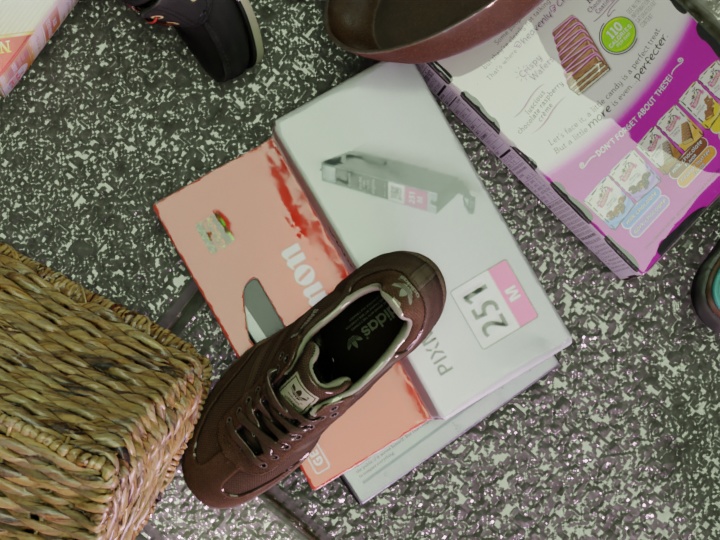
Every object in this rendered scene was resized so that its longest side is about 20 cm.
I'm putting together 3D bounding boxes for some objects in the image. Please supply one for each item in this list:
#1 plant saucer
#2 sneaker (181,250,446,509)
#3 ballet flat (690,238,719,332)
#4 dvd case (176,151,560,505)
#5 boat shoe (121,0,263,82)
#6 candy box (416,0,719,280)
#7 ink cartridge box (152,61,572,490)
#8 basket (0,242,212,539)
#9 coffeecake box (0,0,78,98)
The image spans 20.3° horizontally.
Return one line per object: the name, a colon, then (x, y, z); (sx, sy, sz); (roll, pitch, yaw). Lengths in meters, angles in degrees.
plant saucer: (0.068, -0.188, 1.160); (0.200, 0.200, 0.035); (-47, 120, -7)
sneaker: (-0.037, 0.062, 1.132); (0.070, 0.076, 0.200); (46, 105, 5)
ballet flat: (0.264, -0.046, 1.216); (0.068, 0.068, 0.200); (43, 82, -2)
dvd case: (0.005, 0.015, 1.207); (0.150, 0.025, 0.201); (-34, 90, -8)
boat shoe: (-0.116, -0.173, 1.138); (0.073, 0.202, 0.063); (28, 70, 36)
candy box: (0.139, -0.112, 1.213); (0.200, 0.061, 0.136); (45, 83, -1)
ink cartridge box: (0.000, 0.000, 1.175); (0.173, 0.044, 0.201); (-30, 89, -9)
basket: (-0.206, 0.091, 1.144); (0.199, 0.149, 0.144); (25, 120, 7)
coffeecake box: (-0.212, -0.230, 1.180); (0.153, 0.073, 0.201); (36, 83, -3)
